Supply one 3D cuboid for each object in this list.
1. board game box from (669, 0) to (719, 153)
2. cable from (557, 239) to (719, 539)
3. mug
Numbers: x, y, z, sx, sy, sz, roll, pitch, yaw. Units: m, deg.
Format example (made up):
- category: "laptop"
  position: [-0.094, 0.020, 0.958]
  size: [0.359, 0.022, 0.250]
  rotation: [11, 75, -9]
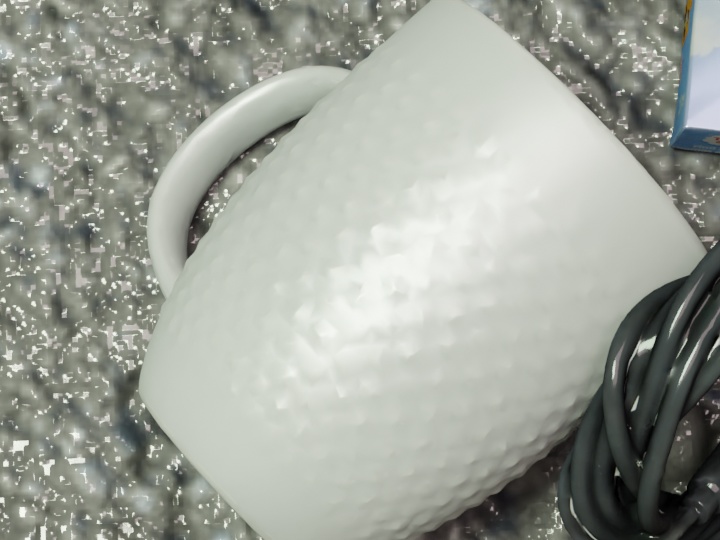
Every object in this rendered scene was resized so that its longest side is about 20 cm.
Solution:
- category: "board game box"
  position: [0.208, -0.139, 0.849]
  size: [0.151, 0.037, 0.200]
  rotation: [7, 79, -1]
- category: "cable"
  position: [0.150, 0.033, 0.754]
  size: [0.200, 0.163, 0.051]
  rotation: [-36, 63, -9]
- category: "mug"
  position: [0.000, 0.000, 0.774]
  size: [0.175, 0.148, 0.200]
  rotation: [-43, 53, -2]
